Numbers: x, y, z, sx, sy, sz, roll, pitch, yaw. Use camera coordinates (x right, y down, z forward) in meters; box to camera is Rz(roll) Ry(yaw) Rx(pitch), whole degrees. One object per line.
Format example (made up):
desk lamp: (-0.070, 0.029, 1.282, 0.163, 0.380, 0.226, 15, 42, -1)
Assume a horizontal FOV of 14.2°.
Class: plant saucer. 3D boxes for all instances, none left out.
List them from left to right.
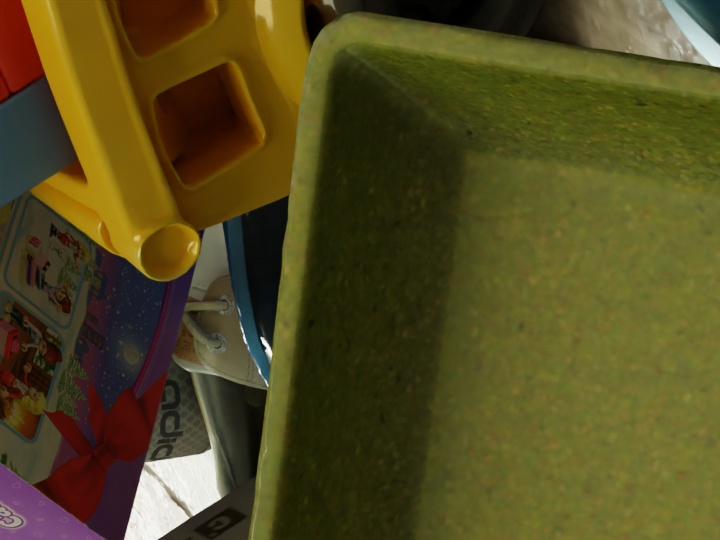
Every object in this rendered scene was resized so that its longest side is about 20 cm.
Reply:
plant saucer: (0.079, 0.058, 0.590, 0.200, 0.048, 0.200, 10, 101, 14)

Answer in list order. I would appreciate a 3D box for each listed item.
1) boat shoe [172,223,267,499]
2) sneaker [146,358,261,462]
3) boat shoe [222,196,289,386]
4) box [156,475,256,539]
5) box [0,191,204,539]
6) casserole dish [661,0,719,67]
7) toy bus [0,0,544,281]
boat shoe: (-0.035, 0.011, 0.983, 0.075, 0.068, 0.200, 30, 147, 53)
sneaker: (-0.090, -0.007, 1.086, 0.074, 0.087, 0.200, -58, 41, 43)
boat shoe: (0.000, 0.000, 0.890, 0.200, 0.069, 0.084, 69, -166, -62)
box: (0.052, 0.135, 0.771, 0.200, 0.199, 0.171, 22, 141, 62)
box: (-0.105, -0.031, 0.823, 0.039, 0.200, 0.137, -22, 131, 36)
casserole dish: (0.091, -0.105, 0.548, 0.121, 0.039, 0.200, 47, 159, 26)
toy bus: (-0.071, -0.099, 0.722, 0.136, 0.192, 0.200, 36, 150, 49)
